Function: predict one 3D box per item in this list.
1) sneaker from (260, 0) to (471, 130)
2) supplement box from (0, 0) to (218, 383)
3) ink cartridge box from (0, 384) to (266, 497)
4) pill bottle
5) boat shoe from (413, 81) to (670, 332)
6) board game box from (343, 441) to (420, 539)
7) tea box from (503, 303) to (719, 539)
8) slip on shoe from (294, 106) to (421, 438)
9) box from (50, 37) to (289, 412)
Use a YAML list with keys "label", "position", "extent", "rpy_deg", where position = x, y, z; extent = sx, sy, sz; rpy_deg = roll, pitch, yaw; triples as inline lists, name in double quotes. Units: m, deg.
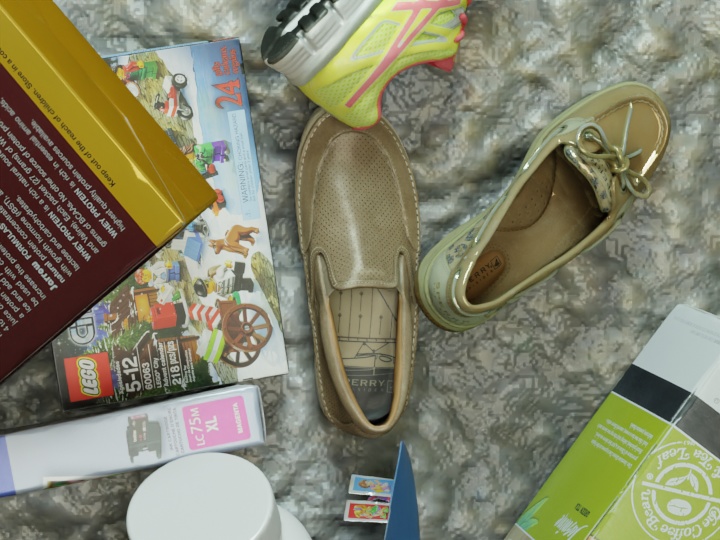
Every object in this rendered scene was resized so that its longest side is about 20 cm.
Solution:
- label: "sneaker"
  position: [0.036, -0.163, 1.428]
  extent: [0.200, 0.078, 0.090]
  rpy_deg: [-44, 111, -8]
- label: "supplement box"
  position: [-0.223, -0.044, 1.337]
  extent: [0.200, 0.133, 0.197]
  rpy_deg: [-40, 93, 8]
- label: "ink cartridge box"
  position: [-0.158, 0.100, 1.396]
  extent: [0.199, 0.119, 0.042]
  rpy_deg: [-9, 88, -8]
- label: "pill bottle"
  position: [-0.071, 0.198, 1.381]
  extent: [0.111, 0.111, 0.200]
  rpy_deg: [-20, 134, -7]
- label: "boat shoe"
  position: [0.119, -0.037, 1.447]
  extent: [0.073, 0.063, 0.200]
  rpy_deg: [47, 74, -11]
- label: "board game box"
  position: [0.005, 0.200, 1.404]
  extent: [0.039, 0.200, 0.159]
  rpy_deg: [0, 121, 8]
- label: "tea box"
  position: [0.225, 0.160, 1.460]
  extent: [0.200, 0.134, 0.197]
  rpy_deg: [36, 90, -11]
- label: "slip on shoe"
  position: [0.000, 0.000, 1.443]
  extent: [0.076, 0.061, 0.201]
  rpy_deg: [0, 96, -9]
- label: "box"
  position: [-0.124, -0.028, 1.432]
  extent: [0.136, 0.038, 0.201]
  rpy_deg: [-10, 97, -8]
